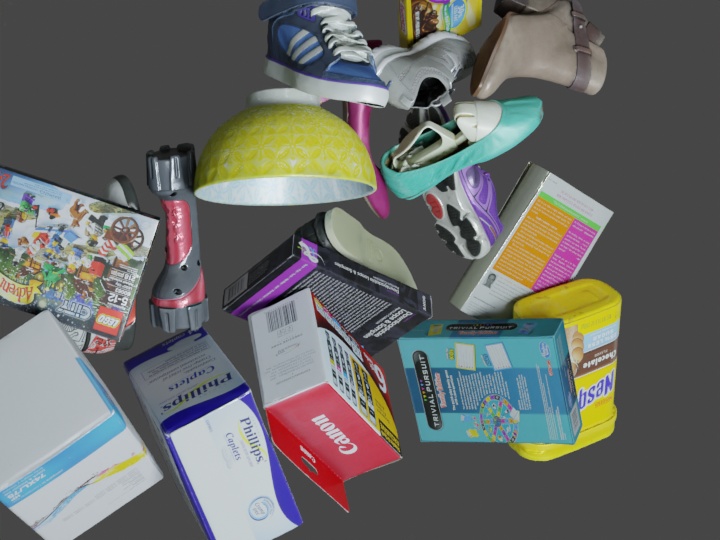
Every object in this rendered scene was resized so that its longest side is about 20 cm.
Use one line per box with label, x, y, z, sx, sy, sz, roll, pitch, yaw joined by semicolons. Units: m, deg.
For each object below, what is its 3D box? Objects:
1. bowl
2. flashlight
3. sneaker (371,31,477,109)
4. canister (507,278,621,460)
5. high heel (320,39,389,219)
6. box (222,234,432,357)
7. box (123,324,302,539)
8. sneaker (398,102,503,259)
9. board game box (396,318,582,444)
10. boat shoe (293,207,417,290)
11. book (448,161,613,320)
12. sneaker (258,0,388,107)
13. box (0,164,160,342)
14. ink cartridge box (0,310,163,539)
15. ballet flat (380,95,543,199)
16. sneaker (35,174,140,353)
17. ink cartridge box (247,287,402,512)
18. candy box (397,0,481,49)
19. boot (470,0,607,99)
bowl;-0.083;-0.136;1.653;0.200;0.200;0.108;0;83;-24
flashlight;-0.207;-0.034;1.686;0.068;0.068;0.200;-6;111;-7
sneaker;0.075;-0.210;1.705;0.200;0.082;0.075;-24;152;-50
canister;0.255;0.123;1.915;0.148;0.087;0.200;-18;125;-25
high heel;0.017;-0.159;1.738;0.096;0.067;0.200;-26;114;-3
box;-0.037;0.038;1.759;0.200;0.036;0.143;26;138;-29
box;-0.167;0.190;1.705;0.105;0.200;0.184;-26;117;-13
sneaker;0.111;-0.112;1.811;0.083;0.081;0.200;-43;119;-39
board game box;0.157;0.134;1.850;0.047;0.200;0.151;-52;135;-54
boat shoe;0.000;-0.002;1.796;0.063;0.074;0.201;-23;138;28
book;0.215;-0.016;1.896;0.133;0.048;0.200;28;96;-33
sneaker;-0.029;-0.259;1.609;0.080;0.200;0.147;6;103;-38
box;-0.325;-0.021;1.603;0.200;0.038;0.137;18;94;-6
ink cartridge box;-0.324;0.172;1.610;0.146;0.147;0.200;-35;153;-8
ballet flat;0.106;-0.146;1.696;0.200;0.067;0.070;-29;135;20
sneaker;-0.298;-0.002;1.654;0.108;0.067;0.202;-4;112;-26
ink cartridge box;-0.035;0.151;1.728;0.084;0.176;0.200;-24;141;14
candy box;0.088;-0.324;1.683;0.102;0.026;0.200;-29;150;-15
boot;0.212;-0.243;1.752;0.146;0.070;0.200;28;56;-13
